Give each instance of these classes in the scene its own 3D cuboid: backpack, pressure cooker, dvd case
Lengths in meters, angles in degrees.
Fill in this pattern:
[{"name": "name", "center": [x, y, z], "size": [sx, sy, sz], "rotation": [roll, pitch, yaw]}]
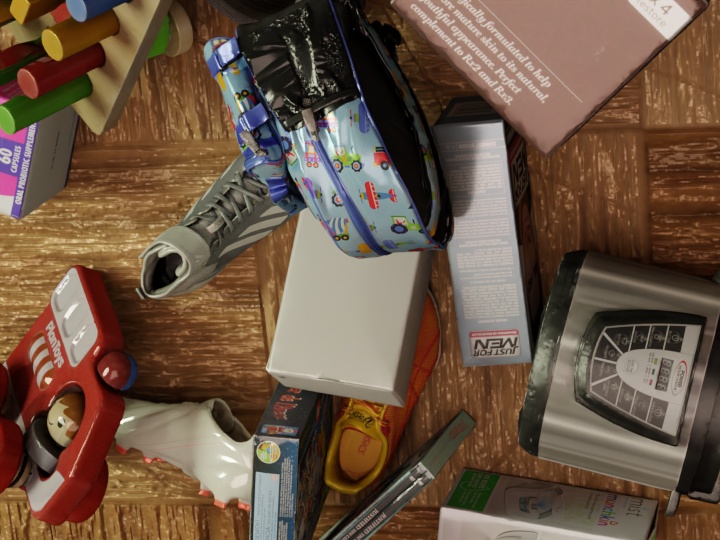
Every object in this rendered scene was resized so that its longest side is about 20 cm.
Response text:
[{"name": "backpack", "center": [-0.013, -0.094, 1.524], "size": [0.134, 0.183, 0.200], "rotation": [-24, 80, 8]}, {"name": "pressure cooker", "center": [0.237, 0.082, 1.601], "size": [0.200, 0.179, 0.176], "rotation": [14, 135, 8]}, {"name": "dvd case", "center": [0.008, 0.205, 1.710], "size": [0.200, 0.146, 0.022], "rotation": [-43, 88, 22]}]

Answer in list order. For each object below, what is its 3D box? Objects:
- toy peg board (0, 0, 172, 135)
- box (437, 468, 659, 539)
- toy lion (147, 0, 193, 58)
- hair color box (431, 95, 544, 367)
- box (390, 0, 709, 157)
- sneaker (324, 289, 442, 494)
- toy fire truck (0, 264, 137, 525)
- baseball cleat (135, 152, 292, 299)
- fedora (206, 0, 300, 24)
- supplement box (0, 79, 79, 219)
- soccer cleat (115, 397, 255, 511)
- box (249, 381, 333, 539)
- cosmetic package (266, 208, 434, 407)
[{"name": "toy peg board", "center": [-0.262, -0.217, 1.573], "size": [0.200, 0.098, 0.199], "rotation": [50, 144, 10]}, {"name": "box", "center": [0.154, 0.287, 1.729], "size": [0.176, 0.097, 0.200], "rotation": [9, 109, 13]}, {"name": "toy lion", "center": [-0.195, -0.286, 1.604], "size": [0.192, 0.069, 0.200], "rotation": [52, 146, 21]}, {"name": "hair color box", "center": [0.105, -0.033, 1.632], "size": [0.061, 0.099, 0.200], "rotation": [-4, 107, 13]}, {"name": "box", "center": [0.151, -0.216, 1.508], "size": [0.166, 0.200, 0.164], "rotation": [45, 112, -3]}, {"name": "sneaker", "center": [0.020, 0.100, 1.710], "size": [0.073, 0.077, 0.200], "rotation": [16, 109, 10]}, {"name": "toy fire truck", "center": [-0.255, 0.108, 1.722], "size": [0.112, 0.200, 0.168], "rotation": [23, 114, -34]}, {"name": "baseball cleat", "center": [-0.108, -0.042, 1.678], "size": [0.070, 0.106, 0.200], "rotation": [43, 110, 3]}, {"name": "fedora", "center": [-0.073, -0.280, 1.584], "size": [0.200, 0.090, 0.177], "rotation": [38, 141, 26]}, {"name": "supplement box", "center": [-0.349, -0.131, 1.711], "size": [0.200, 0.103, 0.101], "rotation": [18, 112, 9]}, {"name": "soccer cleat", "center": [-0.149, 0.138, 1.746], "size": [0.200, 0.069, 0.078], "rotation": [24, 97, 38]}, {"name": "box", "center": [-0.056, 0.162, 1.680], "size": [0.038, 0.200, 0.137], "rotation": [5, 108, 6]}, {"name": "cosmetic package", "center": [0.000, 0.000, 1.630], "size": [0.108, 0.085, 0.200], "rotation": [11, 80, 10]}]
